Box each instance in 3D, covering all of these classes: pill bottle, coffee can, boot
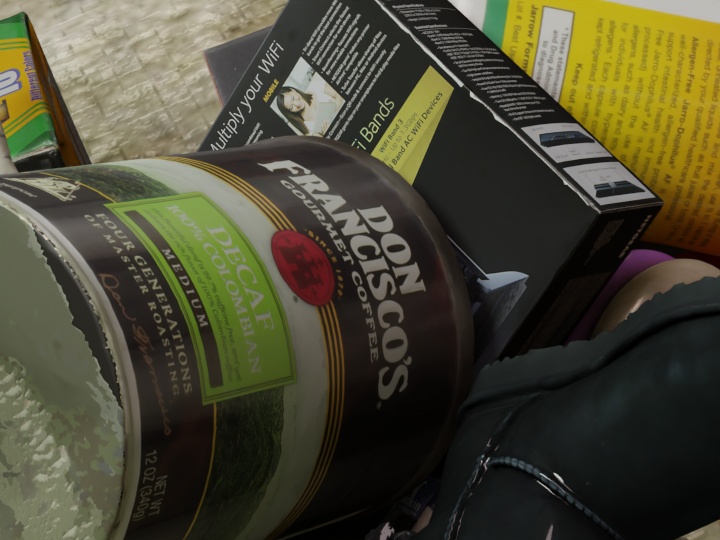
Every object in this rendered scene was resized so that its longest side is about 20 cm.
[{"bbox_3d":[0.124,-0.068,0.981,0.199,0.113,0.113,10,41,-4],"label":"pill bottle"},{"bbox_3d":[-0.074,0.034,0.808,0.146,0.147,0.200,11,13,32],"label":"coffee can"},{"bbox_3d":[0.070,0.094,0.744,0.198,0.073,0.163,-20,35,49],"label":"boot"}]

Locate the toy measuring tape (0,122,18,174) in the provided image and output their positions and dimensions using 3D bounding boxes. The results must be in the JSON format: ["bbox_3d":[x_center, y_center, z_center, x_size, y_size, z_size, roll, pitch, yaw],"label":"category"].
[{"bbox_3d":[-0.166,-0.011,1.013,0.073,0.074,0.200,-21,79,-2],"label":"toy measuring tape"}]

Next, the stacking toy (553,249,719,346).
[{"bbox_3d":[0.064,0.011,0.979,0.085,0.086,0.200,-39,38,-23],"label":"stacking toy"}]

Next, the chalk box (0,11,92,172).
[{"bbox_3d":[-0.225,-0.013,1.117,0.199,0.125,0.124,-18,38,-1],"label":"chalk box"}]

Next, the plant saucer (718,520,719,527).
[{"bbox_3d":[0.234,0.079,0.883,0.200,0.038,0.200,-12,38,10],"label":"plant saucer"}]

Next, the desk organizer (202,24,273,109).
[{"bbox_3d":[0.034,-0.093,1.140,0.200,0.077,0.072,-21,38,-1],"label":"desk organizer"}]

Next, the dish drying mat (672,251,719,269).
[{"bbox_3d":[0.111,0.032,1.007,0.200,0.018,0.077,-21,39,-1],"label":"dish drying mat"}]

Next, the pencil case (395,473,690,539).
[{"bbox_3d":[0.102,0.124,0.836,0.078,0.090,0.200,4,11,-46],"label":"pencil case"}]

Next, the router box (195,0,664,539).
[{"bbox_3d":[0.000,0.000,0.919,0.157,0.200,0.052,46,29,22],"label":"router box"}]
